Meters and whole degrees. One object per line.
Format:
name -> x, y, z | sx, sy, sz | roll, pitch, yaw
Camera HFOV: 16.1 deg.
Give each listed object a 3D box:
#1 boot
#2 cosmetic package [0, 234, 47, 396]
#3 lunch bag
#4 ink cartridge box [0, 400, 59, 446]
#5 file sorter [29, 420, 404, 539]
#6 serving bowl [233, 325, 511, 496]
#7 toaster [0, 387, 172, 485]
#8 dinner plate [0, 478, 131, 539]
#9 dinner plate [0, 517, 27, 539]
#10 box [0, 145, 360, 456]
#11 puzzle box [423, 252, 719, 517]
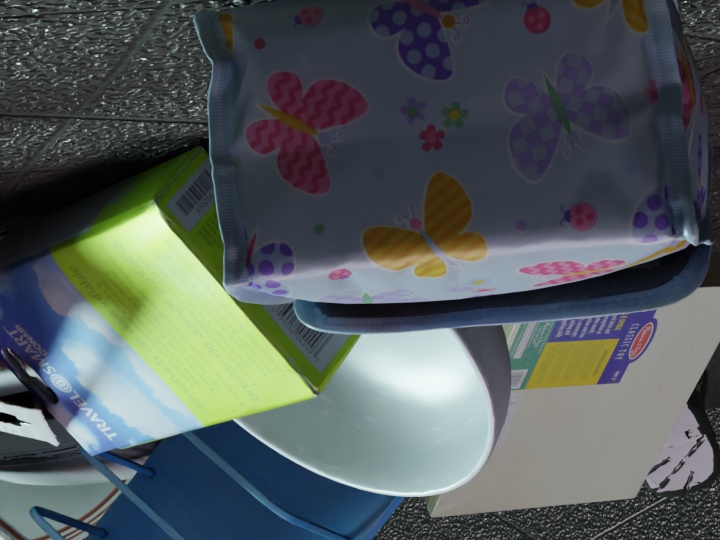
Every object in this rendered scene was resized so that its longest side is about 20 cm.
boot -> 0.182, 0.030, 1.673 | 0.073, 0.204, 0.154 | -15, -147, 6
cosmetic package -> -0.216, 0.032, 1.389 | 0.200, 0.071, 0.101 | -13, 170, 32
lunch bag -> 0.045, -0.042, 0.937 | 0.170, 0.127, 0.200 | -7, 179, 8
ink cartridge box -> -0.245, 0.035, 1.250 | 0.200, 0.050, 0.161 | 12, 170, -1
file sorter -> -0.068, 0.108, 1.434 | 0.200, 0.139, 0.123 | -52, 155, 2
serving bowl -> -0.009, 0.018, 1.236 | 0.200, 0.200, 0.066 | -17, -151, 50
toaster -> -0.190, 0.070, 1.549 | 0.200, 0.114, 0.129 | -6, 169, 19
dinner plate -> -0.210, 0.117, 1.644 | 0.200, 0.200, 0.024 | -10, 133, 14
dinner plate -> -0.200, 0.157, 1.430 | 0.024, 0.200, 0.200 | -50, 178, -9
box -> -0.104, 0.021, 1.223 | 0.200, 0.122, 0.048 | -18, -153, 51
puzzle box -> 0.121, 0.065, 1.406 | 0.133, 0.025, 0.200 | -2, 140, -20
